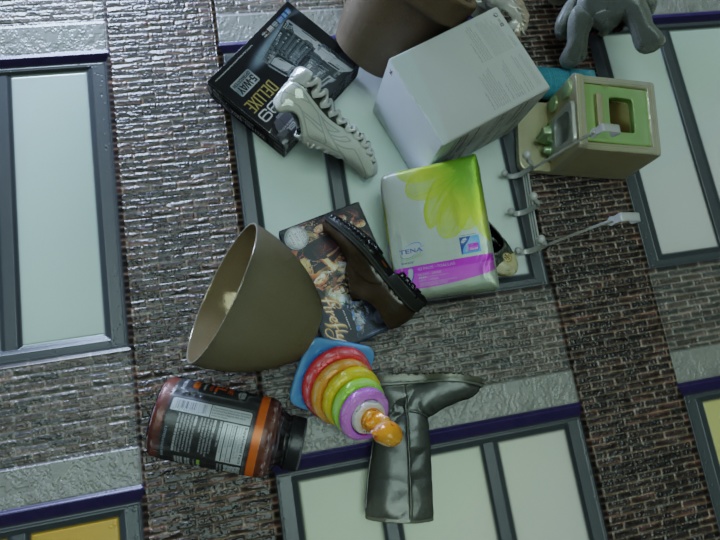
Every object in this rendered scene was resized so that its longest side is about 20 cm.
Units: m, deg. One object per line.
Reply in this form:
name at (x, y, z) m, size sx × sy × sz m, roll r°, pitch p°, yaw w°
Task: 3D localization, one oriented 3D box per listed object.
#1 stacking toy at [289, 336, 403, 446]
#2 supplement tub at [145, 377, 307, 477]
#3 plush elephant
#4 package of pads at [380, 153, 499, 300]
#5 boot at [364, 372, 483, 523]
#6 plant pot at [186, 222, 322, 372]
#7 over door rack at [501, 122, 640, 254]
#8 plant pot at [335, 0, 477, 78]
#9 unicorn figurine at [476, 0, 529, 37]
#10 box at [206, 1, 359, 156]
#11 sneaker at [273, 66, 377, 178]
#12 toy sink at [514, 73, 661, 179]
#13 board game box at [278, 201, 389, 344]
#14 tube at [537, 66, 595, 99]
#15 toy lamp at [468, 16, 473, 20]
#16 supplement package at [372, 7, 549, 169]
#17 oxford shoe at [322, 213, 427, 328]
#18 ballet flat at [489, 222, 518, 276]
stacking toy at (-0.002, 0.174, 0.726) m, size 0.115 × 0.200 × 0.111 m, roll 15°, pitch 97°, yaw -30°
supplement tub at (-0.174, 0.214, 0.752) m, size 0.198 × 0.107 × 0.108 m, roll 14°, pitch 76°, yaw -6°
plush elephant at (0.415, -0.464, 0.970) m, size 0.164 × 0.155 × 0.201 m, roll -11°, pitch 109°, yaw 24°
package of pads at (0.115, -0.058, 0.841) m, size 0.153 × 0.068 × 0.202 m, roll -9°, pitch 84°, yaw 16°
boot at (0.092, 0.250, 0.799) m, size 0.180 × 0.073 × 0.202 m, roll -4°, pitch 71°, yaw 5°
plant pot at (-0.131, 0.056, 0.762) m, size 0.134 × 0.200 × 0.202 m, roll 27°, pitch 74°, yaw -22°
over door rack at (0.300, -0.118, 0.846) m, size 0.066 × 0.199 × 0.149 m, roll 2°, pitch 76°, yaw -35°
plant pot at (0.051, -0.404, 0.870) m, size 0.199 × 0.175 × 0.201 m, roll 28°, pitch 36°, yaw -23°
unicorn figurine at (0.226, -0.484, 0.979) m, size 0.136 × 0.074 × 0.202 m, roll 5°, pitch 77°, yaw -6°
box at (-0.121, -0.309, 0.903) m, size 0.157 × 0.050 × 0.200 m, roll 39°, pitch 75°, yaw 1°
sneaker at (-0.052, -0.209, 0.859) m, size 0.081 × 0.075 × 0.200 m, roll -48°, pitch 114°, yaw -8°
toy sink at (0.372, -0.237, 0.925) m, size 0.198 × 0.112 × 0.132 m, roll 4°, pitch 77°, yaw -7°
board game box at (-0.026, 0.011, 0.854) m, size 0.135 × 0.035 × 0.201 m, roll -22°, pitch 81°, yaw -12°
tube at (0.329, -0.327, 0.975) m, size 0.198 × 0.050 × 0.078 m, roll 0°, pitch 73°, yaw -12°
toy lamp at (0.116, -0.444, 0.964) m, size 0.199 × 0.058 × 0.059 m, roll 23°, pitch 75°, yaw -2°
supplement package at (0.150, -0.270, 0.881) m, size 0.199 × 0.151 × 0.152 m, roll -30°, pitch 84°, yaw -13°
oxford shoe at (0.000, 0.000, 0.805) m, size 0.084 × 0.073 × 0.200 m, roll -45°, pitch 70°, yaw 15°
ballet flat at (0.181, -0.073, 0.886) m, size 0.066 × 0.057 × 0.200 m, roll -36°, pitch 85°, yaw -31°
